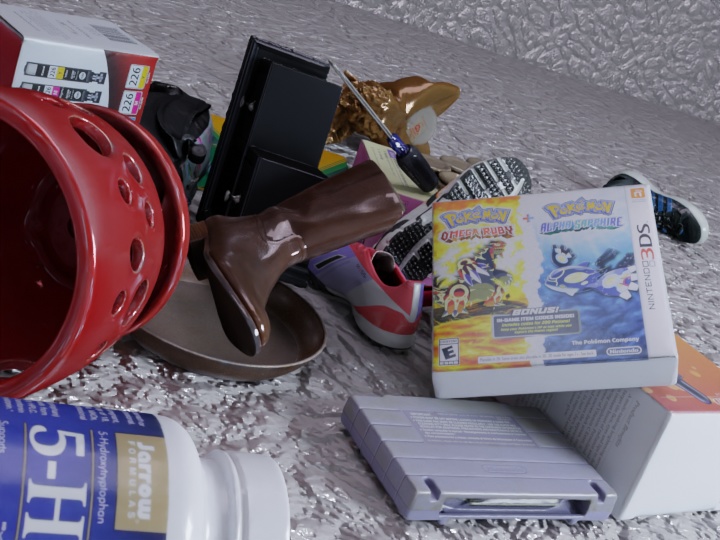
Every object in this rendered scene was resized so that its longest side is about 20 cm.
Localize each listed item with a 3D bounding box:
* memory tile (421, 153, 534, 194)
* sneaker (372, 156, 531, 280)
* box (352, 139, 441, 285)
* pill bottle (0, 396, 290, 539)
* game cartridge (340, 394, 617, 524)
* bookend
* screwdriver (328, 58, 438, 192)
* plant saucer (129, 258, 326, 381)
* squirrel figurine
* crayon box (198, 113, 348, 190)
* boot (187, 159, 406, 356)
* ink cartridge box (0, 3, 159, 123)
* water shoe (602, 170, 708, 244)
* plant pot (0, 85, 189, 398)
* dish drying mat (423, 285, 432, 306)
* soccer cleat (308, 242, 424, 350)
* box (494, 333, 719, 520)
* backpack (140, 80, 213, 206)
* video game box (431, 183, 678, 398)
[{"bbox_3d":[0.161,-0.085,1.246,0.152,0.017,0.199,-2,31,-45],"label":"memory tile"},{"bbox_3d":[0.091,-0.059,1.138,0.198,0.075,0.080,-32,13,-11],"label":"sneaker"},{"bbox_3d":[0.087,-0.057,1.268,0.196,0.098,0.176,14,21,-14],"label":"box"},{"bbox_3d":[-0.142,0.130,0.546,0.197,0.121,0.120,10,23,-25],"label":"pill bottle"},{"bbox_3d":[0.092,0.149,0.853,0.197,0.039,0.130,8,20,-30],"label":"game cartridge"},{"bbox_3d":[-0.082,-0.111,1.043,0.091,0.202,0.200,16,10,-17],"label":"bookend"},{"bbox_3d":[0.022,-0.153,1.134,0.200,0.028,0.029,47,-2,-31],"label":"screwdriver"},{"bbox_3d":[-0.126,0.039,0.915,0.197,0.033,0.201,19,20,-7],"label":"plant saucer"},{"bbox_3d":[0.013,-0.244,1.614,0.198,0.144,0.186,3,20,-45],"label":"squirrel figurine"},{"bbox_3d":[-0.112,-0.121,1.287,0.197,0.059,0.119,16,21,-12],"label":"crayon box"},{"bbox_3d":[-0.035,-0.020,0.891,0.197,0.065,0.187,-18,38,-16],"label":"boot"},{"bbox_3d":[-0.281,-0.106,0.883,0.083,0.203,0.174,35,25,34],"label":"ink cartridge box"},{"bbox_3d":[0.496,-0.095,1.828,0.078,0.072,0.199,-28,47,-27],"label":"water shoe"},{"bbox_3d":[-0.225,-0.023,0.748,0.198,0.203,0.182,26,13,14],"label":"plant pot"},{"bbox_3d":[0.127,0.020,1.069,0.197,0.019,0.076,-7,-9,31],"label":"dish drying mat"},{"bbox_3d":[0.000,0.000,1.072,0.067,0.074,0.200,4,26,-35],"label":"soccer cleat"},{"bbox_3d":[0.237,0.115,0.968,0.150,0.108,0.200,5,25,-36],"label":"box"},{"bbox_3d":[-0.225,-0.119,1.077,0.164,0.128,0.200,22,23,0],"label":"backpack"},{"bbox_3d":[0.158,0.014,0.913,0.196,0.047,0.185,-5,50,9],"label":"video game box"}]
